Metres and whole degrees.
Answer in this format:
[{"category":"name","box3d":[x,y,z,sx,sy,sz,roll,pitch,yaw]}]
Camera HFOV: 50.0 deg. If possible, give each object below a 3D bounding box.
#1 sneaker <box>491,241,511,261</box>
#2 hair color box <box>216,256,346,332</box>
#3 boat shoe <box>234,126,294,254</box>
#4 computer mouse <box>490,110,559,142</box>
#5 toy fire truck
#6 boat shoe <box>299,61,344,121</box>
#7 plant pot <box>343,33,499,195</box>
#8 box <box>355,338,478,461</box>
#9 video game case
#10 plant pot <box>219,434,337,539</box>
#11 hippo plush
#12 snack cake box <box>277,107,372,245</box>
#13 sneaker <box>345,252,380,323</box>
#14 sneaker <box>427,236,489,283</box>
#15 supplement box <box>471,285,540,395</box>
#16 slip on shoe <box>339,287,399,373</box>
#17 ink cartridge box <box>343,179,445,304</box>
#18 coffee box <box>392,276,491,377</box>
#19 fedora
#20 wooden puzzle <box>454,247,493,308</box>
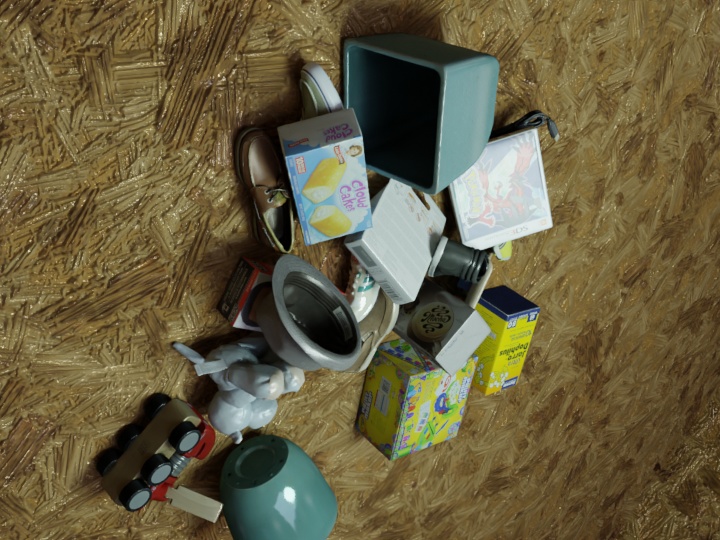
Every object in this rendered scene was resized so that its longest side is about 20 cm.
[{"category":"sneaker","box3d":[0.279,-0.102,1.505,0.076,0.076,0.201,-14,127,5]},{"category":"hair color box","box3d":[-0.127,0.052,1.272,0.199,0.061,0.102,16,105,-46]},{"category":"boat shoe","box3d":[-0.132,-0.117,1.154,0.072,0.068,0.201,-30,131,-23]},{"category":"computer mouse","box3d":[0.323,-0.223,1.501,0.140,0.046,0.200,-27,129,7]},{"category":"toy fire truck","box3d":[-0.294,0.322,1.261,0.176,0.128,0.200,-50,149,-6]},{"category":"boat shoe","box3d":[-0.058,-0.214,1.159,0.062,0.072,0.201,-32,135,-14]},{"category":"plant pot","box3d":[0.110,-0.262,1.201,0.199,0.196,0.197,-28,132,-39]},{"category":"box","box3d":[0.114,0.250,1.573,0.192,0.122,0.201,-9,120,-39]},{"category":"video game case","box3d":[0.257,-0.146,1.437,0.181,0.023,0.201,-18,113,-4]},{"category":"plant pot","box3d":[-0.159,0.392,1.371,0.200,0.200,0.162,-33,123,-22]},{"category":"hippo plush","box3d":[-0.183,0.203,1.245,0.199,0.159,0.162,-10,121,-39]},{"category":"snack cake box","box3d":[-0.049,-0.136,1.160,0.114,0.067,0.201,-15,143,-4]},{"category":"sneaker","box3d":[0.000,0.000,1.359,0.093,0.070,0.200,37,86,-37]},{"category":"sneaker","box3d":[0.183,-0.008,1.431,0.200,0.099,0.071,63,51,-82]},{"category":"supplement box","box3d":[0.294,0.151,1.683,0.108,0.109,0.201,-10,123,-38]},{"category":"slip on shoe","box3d":[0.006,0.105,1.413,0.060,0.076,0.201,-4,131,-47]},{"category":"ink cartridge box","box3d":[0.065,-0.069,1.330,0.160,0.047,0.201,49,48,-30]},{"category":"coffee box","box3d":[0.125,0.089,1.422,0.113,0.200,0.080,-48,134,-6]},{"category":"fedora","box3d":[-0.091,0.081,1.190,0.090,0.178,0.200,-34,123,28]},{"category":"wooden puzzle","box3d":[0.207,0.044,1.526,0.200,0.046,0.186,-47,161,-77]}]
